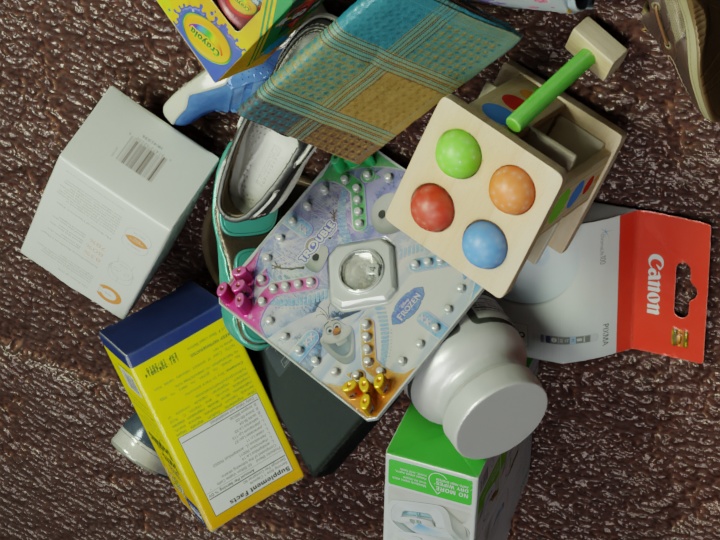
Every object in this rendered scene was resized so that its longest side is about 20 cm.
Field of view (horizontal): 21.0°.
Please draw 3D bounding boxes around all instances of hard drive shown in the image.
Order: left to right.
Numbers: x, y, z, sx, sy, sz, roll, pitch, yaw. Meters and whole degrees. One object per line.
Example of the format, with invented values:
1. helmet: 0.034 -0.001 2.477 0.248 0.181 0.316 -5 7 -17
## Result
1. hard drive: -0.050 0.075 1.822 0.140 0.033 0.201 -51 59 42

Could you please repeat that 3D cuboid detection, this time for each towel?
1. towel: 0.014 -0.164 1.581 0.146 0.022 0.199 20 136 -40

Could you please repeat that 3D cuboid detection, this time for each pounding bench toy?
1. pounding bench toy: 0.132 -0.106 1.606 0.124 0.156 0.201 34 121 15

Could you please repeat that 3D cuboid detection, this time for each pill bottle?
1. pill bottle: 0.079 0.065 1.748 0.201 0.115 0.117 57 146 38

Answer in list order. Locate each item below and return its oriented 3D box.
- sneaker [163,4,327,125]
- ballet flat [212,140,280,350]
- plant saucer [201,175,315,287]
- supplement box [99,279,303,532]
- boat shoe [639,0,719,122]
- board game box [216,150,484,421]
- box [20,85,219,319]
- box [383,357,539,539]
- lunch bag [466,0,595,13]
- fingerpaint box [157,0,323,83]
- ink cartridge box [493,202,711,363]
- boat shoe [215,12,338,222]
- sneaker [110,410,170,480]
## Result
1. sneaker: -0.083 -0.153 1.743 0.199 0.077 0.112 -30 100 31
2. ballet flat: -0.109 -0.026 1.800 0.070 0.067 0.202 168 99 -68
3. plant saucer: -0.058 -0.014 1.872 0.198 0.030 0.202 12 129 15
4. supplement box: -0.154 0.130 1.876 0.201 0.108 0.109 67 165 -19
5. boat shoe: 0.262 -0.211 1.560 0.072 0.072 0.201 27 152 45
6. board game box: 0.000 0.000 1.715 0.199 0.200 0.026 36 171 27
7. box: -0.230 -0.060 1.836 0.124 0.098 0.200 33 147 -3
8. box: 0.098 0.184 1.840 0.096 0.201 0.178 14 131 15
9. lunch bag: 0.096 -0.281 1.530 0.168 0.128 0.200 6 152 19
10. fingerpaint box: -0.114 -0.288 1.616 0.167 0.073 0.201 -39 84 41
11. ink cartridge box: 0.213 0.016 1.759 0.198 0.047 0.161 11 129 20
12. boat shoe: -0.068 -0.127 1.665 0.074 0.060 0.201 36 116 8
13. sneaker: -0.166 0.150 2.018 0.077 0.147 0.202 33 176 20
